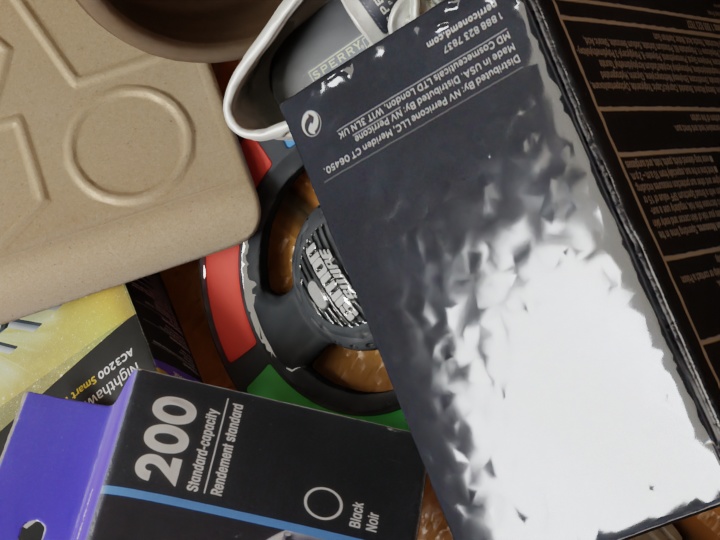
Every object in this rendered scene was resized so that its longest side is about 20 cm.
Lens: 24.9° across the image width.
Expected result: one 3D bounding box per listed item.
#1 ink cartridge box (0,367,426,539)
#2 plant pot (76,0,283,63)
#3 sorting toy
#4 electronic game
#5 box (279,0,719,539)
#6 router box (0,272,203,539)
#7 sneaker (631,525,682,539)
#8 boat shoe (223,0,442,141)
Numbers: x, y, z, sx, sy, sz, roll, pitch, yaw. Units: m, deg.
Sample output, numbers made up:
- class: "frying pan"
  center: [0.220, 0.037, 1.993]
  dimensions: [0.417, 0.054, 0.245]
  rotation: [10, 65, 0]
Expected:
- class: "ink cartridge box"
  center: [-0.077, 0.136, 0.708]
  dimensions: [0.199, 0.199, 0.043]
  rotation: [11, 137, -1]
- class: "plant pot"
  center: [-0.092, -0.227, 0.775]
  dimensions: [0.175, 0.200, 0.201]
  rotation: [46, 118, 40]
- class: "sorting toy"
  center: [-0.166, -0.080, 0.837]
  dimensions: [0.184, 0.036, 0.201]
  rotation: [-19, 75, -6]
- class: "electronic game"
  center: [0.000, 0.000, 0.805]
  dimensions: [0.199, 0.042, 0.201]
  rotation: [4, 97, 34]
- class: "box"
  center: [0.097, -0.002, 0.644]
  dimensions: [0.123, 0.200, 0.199]
  rotation: [-29, 78, 32]
- class: "router box"
  center: [-0.189, 0.064, 0.866]
  dimensions: [0.200, 0.052, 0.158]
  rotation: [-37, 51, 11]
- class: "sneaker"
  center: [0.137, 0.193, 0.721]
  dimensions: [0.081, 0.076, 0.200]
  rotation: [-48, 62, 37]
- class: "boat shoe"
  center: [0.020, -0.108, 0.655]
  dimensions: [0.200, 0.065, 0.074]
  rotation: [-41, 82, 38]
